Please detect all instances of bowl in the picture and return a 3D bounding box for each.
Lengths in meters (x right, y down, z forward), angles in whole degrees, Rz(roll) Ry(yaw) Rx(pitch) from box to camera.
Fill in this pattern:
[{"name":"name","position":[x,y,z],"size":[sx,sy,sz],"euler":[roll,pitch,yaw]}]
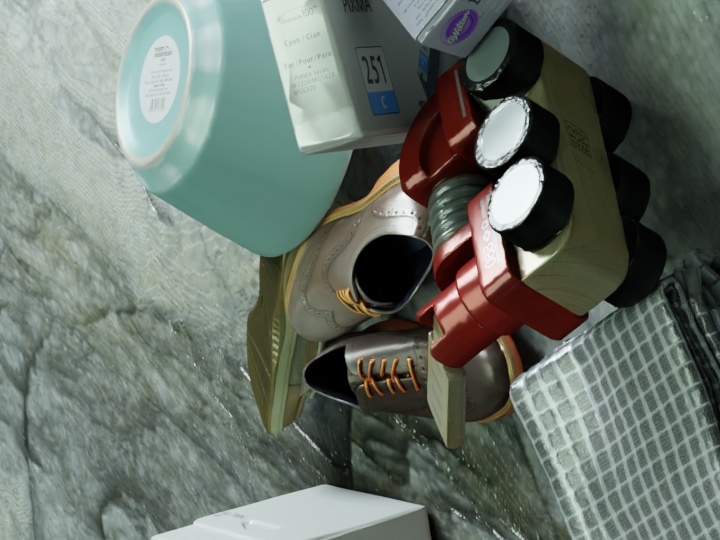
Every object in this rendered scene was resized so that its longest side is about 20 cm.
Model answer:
[{"name":"bowl","position":[-0.090,-0.114,1.856],"size":[0.201,0.105,0.201],"euler":[-23,63,57]}]

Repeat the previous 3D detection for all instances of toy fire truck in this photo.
[{"name":"toy fire truck","position":[0.070,-0.009,1.600],"size":[0.200,0.129,0.176],"euler":[-40,37,28]}]

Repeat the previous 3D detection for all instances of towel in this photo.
[{"name":"towel","position":[0.177,0.108,1.578],"size":[0.166,0.086,0.200],"euler":[-45,64,56]}]

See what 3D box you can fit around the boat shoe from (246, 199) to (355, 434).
[{"name":"boat shoe","position":[-0.038,0.033,1.949],"size":[0.073,0.063,0.201],"euler":[-113,23,-47]}]

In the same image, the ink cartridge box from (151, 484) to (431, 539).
[{"name":"ink cartridge box","position":[-0.034,0.265,1.947],"size":[0.147,0.146,0.200],"euler":[5,107,60]}]

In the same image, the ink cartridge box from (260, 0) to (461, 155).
[{"name":"ink cartridge box","position":[-0.002,-0.161,1.666],"size":[0.045,0.200,0.176],"euler":[-17,89,23]}]

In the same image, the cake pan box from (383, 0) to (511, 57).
[{"name":"cake pan box","position":[0.053,-0.244,1.583],"size":[0.200,0.052,0.184],"euler":[-52,51,19]}]

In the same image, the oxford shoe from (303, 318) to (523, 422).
[{"name":"oxford shoe","position":[0.035,0.069,1.816],"size":[0.200,0.072,0.071],"euler":[-6,97,60]}]

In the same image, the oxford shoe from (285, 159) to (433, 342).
[{"name":"oxford shoe","position":[0.000,0.000,1.808],"size":[0.071,0.073,0.200],"euler":[30,141,-10]}]
